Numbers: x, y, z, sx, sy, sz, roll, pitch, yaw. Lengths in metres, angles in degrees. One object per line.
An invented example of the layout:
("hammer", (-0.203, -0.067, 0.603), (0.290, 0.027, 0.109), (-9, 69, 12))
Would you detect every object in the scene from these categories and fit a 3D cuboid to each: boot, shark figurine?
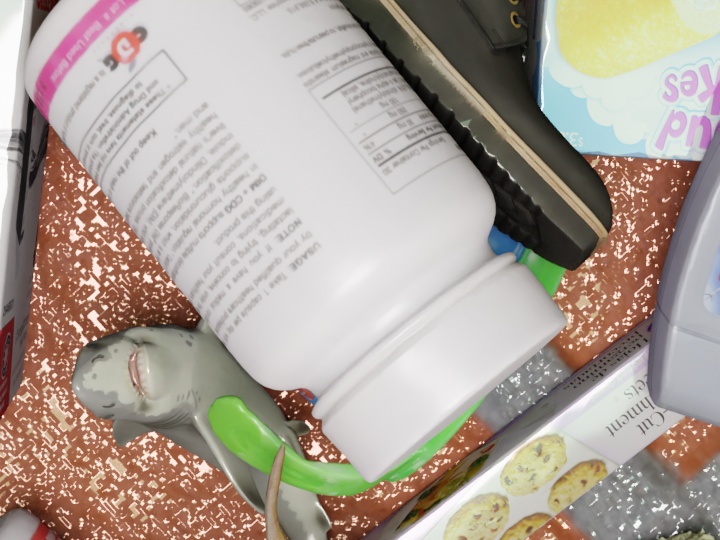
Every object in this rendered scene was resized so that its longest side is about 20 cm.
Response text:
("boot", (0.062, -0.113, 0.749), (0.138, 0.077, 0.200), (-40, 84, -14))
("shark figurine", (-0.069, 0.090, 0.853), (0.089, 0.128, 0.215), (-16, 122, 27))

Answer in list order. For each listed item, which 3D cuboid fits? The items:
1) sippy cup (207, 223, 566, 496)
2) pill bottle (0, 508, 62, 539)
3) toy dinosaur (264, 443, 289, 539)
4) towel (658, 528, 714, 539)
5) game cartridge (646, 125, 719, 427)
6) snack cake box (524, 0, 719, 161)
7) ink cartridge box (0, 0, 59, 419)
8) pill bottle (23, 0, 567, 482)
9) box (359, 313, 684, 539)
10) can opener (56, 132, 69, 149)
("sippy cup", (0.000, 0.000, 0.803), (0.130, 0.178, 0.140), (35, 112, -6))
("pill bottle", (-0.115, 0.211, 0.830), (0.200, 0.114, 0.114), (43, 92, -6))
("toy dinosaur", (-0.004, 0.144, 0.791), (0.200, 0.060, 0.106), (27, 74, -48))
("towel", (0.097, 0.216, 0.882), (0.200, 0.036, 0.148), (-23, 96, 1))
("game cartridge", (0.207, -0.015, 0.807), (0.133, 0.042, 0.200), (17, 108, -13))
("snack cake box", (0.174, -0.104, 0.839), (0.200, 0.067, 0.115), (3, 95, -4))
("ink cartridge box", (-0.179, -0.042, 0.786), (0.084, 0.144, 0.200), (6, 96, -5))
("pill bottle", (-0.023, -0.028, 0.690), (0.113, 0.113, 0.200), (-39, 83, 1))
("box", (0.082, 0.090, 0.867), (0.200, 0.039, 0.041), (-37, 99, 1))
("can opener", (-0.037, -0.099, 0.806), (0.200, 0.053, 0.067), (-19, 93, -10))
